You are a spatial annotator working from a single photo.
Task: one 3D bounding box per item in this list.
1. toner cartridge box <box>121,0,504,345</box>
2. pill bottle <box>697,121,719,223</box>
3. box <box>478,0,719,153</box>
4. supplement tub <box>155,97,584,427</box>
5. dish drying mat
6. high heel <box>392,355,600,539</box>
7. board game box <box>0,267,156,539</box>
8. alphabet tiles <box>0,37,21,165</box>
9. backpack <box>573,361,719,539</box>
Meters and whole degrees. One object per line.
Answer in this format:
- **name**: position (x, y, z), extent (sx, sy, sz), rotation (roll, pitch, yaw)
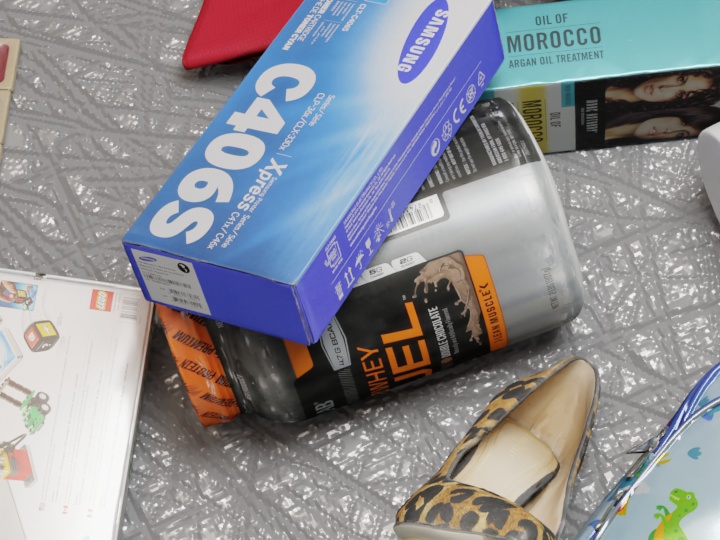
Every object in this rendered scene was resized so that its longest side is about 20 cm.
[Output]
- **toner cartridge box**: position (-0.018, -0.059, 0.997), extent (0.095, 0.043, 0.200), rotation (15, 53, 26)
- **pill bottle**: position (0.276, -0.071, 1.054), extent (0.200, 0.120, 0.120), rotation (-24, 66, -5)
- **box**: position (0.093, -0.099, 1.109), extent (0.200, 0.082, 0.049), rotation (-6, 67, 4)
- **supplement tub**: position (0.000, 0.000, 1.052), extent (0.200, 0.123, 0.123), rotation (-20, 65, -2)
- **dish drying mat**: position (-0.003, -0.152, 1.129), extent (0.200, 0.018, 0.077), rotation (-11, 46, 31)
- **high heel**: position (0.080, 0.084, 0.967), extent (0.071, 0.200, 0.143), rotation (38, 77, -1)
- **board game box**: position (-0.179, 0.099, 1.058), extent (0.126, 0.035, 0.200), rotation (8, 71, -2)
- **alphabet tiles**: position (-0.280, -0.073, 1.180), extent (0.166, 0.006, 0.200), rotation (2, 66, 8)
- **backpack**: position (0.198, 0.132, 0.959), extent (0.183, 0.147, 0.200), rotation (31, 70, 16)
